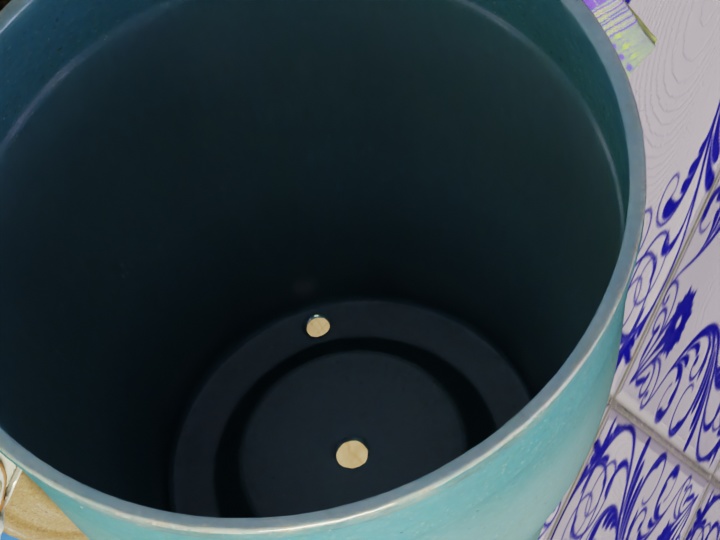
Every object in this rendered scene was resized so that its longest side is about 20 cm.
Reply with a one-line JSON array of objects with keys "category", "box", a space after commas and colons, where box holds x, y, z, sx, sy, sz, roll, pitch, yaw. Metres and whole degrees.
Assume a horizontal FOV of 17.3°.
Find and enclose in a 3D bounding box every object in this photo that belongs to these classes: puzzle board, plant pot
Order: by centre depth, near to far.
[{"category": "plant pot", "box": [-0.012, 0.020, 0.708, 0.200, 0.200, 0.188, -58, 159, -21]}, {"category": "puzzle board", "box": [0.000, 0.000, 0.860, 0.151, 0.017, 0.200, -44, 140, -17]}]

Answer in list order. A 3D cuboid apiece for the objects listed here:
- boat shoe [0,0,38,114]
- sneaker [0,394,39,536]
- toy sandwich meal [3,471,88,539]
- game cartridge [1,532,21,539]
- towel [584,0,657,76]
[{"category": "boat shoe", "box": [-0.131, -0.110, 0.635, 0.201, 0.063, 0.073, 84, 24, -55]}, {"category": "sneaker", "box": [-0.129, 0.083, 0.724, 0.085, 0.073, 0.200, -18, 120, -10]}, {"category": "toy sandwich meal", "box": [-0.097, -0.005, 0.826, 0.205, 0.070, 0.206, -26, 122, -50]}, {"category": "game cartridge", "box": [-0.155, 0.141, 0.813, 0.200, 0.040, 0.134, -17, 105, -48]}, {"category": "towel", "box": [0.035, -0.076, 0.878, 0.144, 0.023, 0.200, -53, 143, -5]}]
